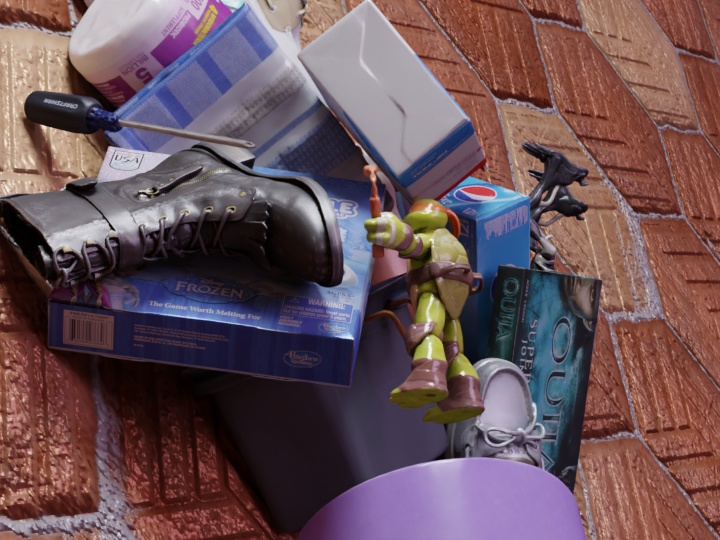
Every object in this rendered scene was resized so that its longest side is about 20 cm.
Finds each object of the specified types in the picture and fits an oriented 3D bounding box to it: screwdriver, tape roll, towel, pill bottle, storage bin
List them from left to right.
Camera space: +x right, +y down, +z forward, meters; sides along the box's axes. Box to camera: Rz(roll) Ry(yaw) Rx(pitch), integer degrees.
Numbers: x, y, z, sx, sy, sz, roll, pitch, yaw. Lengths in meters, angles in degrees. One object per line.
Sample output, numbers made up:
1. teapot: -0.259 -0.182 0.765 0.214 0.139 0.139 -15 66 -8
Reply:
1. screwdriver: -0.152 -0.096 1.622 0.029 0.200 0.028 -36 128 -38
2. pill bottle: -0.112 -0.130 1.793 0.200 0.112 0.112 44 28 -26
3. towel: -0.078 -0.073 1.747 0.200 0.147 0.024 53 -10 -24
4. storage bin: -0.010 0.092 1.708 0.135 0.145 0.200 67 24 -3
5. tape roll: 0.057 0.214 1.596 0.200 0.200 0.085 32 35 -43

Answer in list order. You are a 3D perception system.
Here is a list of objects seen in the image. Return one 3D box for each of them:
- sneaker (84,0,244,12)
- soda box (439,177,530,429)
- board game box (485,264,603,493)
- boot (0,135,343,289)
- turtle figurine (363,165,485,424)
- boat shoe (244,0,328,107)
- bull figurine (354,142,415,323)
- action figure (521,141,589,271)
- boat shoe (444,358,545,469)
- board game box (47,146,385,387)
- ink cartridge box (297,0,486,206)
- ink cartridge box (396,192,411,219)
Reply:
1. sneaker: -0.134 -0.193 1.856 0.200 0.088 0.075 45 28 -24
2. soda box: 0.088 0.034 1.881 0.064 0.068 0.200 -23 122 -40
3. board game box: 0.135 0.100 1.866 0.135 0.028 0.200 6 92 -58
4. boot: -0.124 -0.019 1.540 0.174 0.069 0.200 -18 30 -30
5. turtle figurine: 0.053 0.019 1.635 0.200 0.064 0.162 49 34 -66
6. boat shoe: -0.076 -0.214 1.987 0.200 0.068 0.075 55 -5 -7
7. bull figurine: 0.000 0.000 1.836 0.065 0.121 0.200 6 55 -60
8. action figure: 0.128 -0.005 2.105 0.119 0.102 0.200 76 36 -69
9. boat shoe: 0.105 0.163 1.759 0.074 0.065 0.202 13 76 -29
10. board game box: -0.092 -0.006 1.618 0.199 0.200 0.043 -79 176 -58
11. ink cartridge box: 0.027 -0.111 1.734 0.116 0.067 0.200 51 0 11
12. ink cartridge box: 0.045 -0.080 1.971 0.198 0.043 0.200 -100 177 -57
